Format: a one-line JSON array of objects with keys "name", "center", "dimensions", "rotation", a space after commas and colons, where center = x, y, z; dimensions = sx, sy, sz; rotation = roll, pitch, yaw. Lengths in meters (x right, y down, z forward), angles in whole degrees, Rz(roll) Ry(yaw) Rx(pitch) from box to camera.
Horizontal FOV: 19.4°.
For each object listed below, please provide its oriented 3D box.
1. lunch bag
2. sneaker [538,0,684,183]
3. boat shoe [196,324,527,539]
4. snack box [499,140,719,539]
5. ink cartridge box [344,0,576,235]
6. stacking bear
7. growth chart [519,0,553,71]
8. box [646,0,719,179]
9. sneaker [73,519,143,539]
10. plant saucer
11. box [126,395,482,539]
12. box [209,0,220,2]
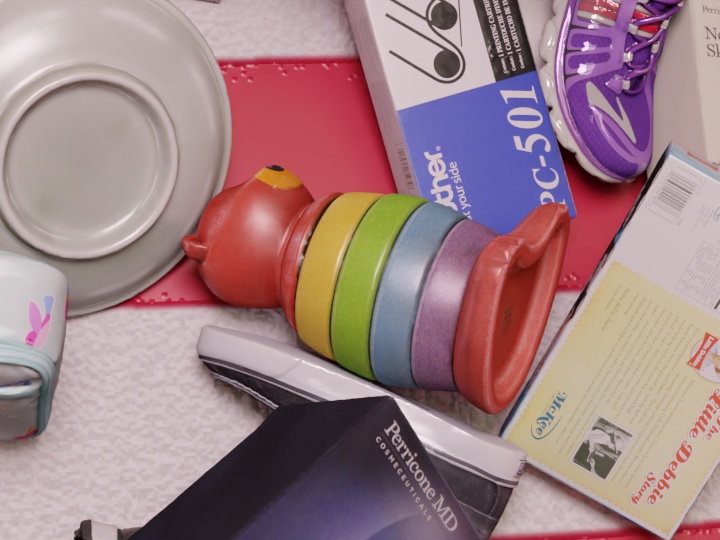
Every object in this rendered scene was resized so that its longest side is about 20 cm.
[{"name": "lunch bag", "center": [-0.256, 0.031, 1.109], "dimensions": [0.199, 0.160, 0.077], "rotation": [9, 70, -8]}, {"name": "sneaker", "center": [0.158, -0.153, 1.252], "dimensions": [0.080, 0.083, 0.201], "rotation": [-1, 92, -44]}, {"name": "boat shoe", "center": [-0.008, 0.093, 1.187], "dimensions": [0.199, 0.072, 0.068], "rotation": [24, 92, 4]}, {"name": "snack box", "center": [0.175, 0.042, 1.191], "dimensions": [0.116, 0.037, 0.201], "rotation": [29, 108, 0]}, {"name": "ink cartridge box", "center": [0.055, -0.114, 1.246], "dimensions": [0.094, 0.044, 0.201], "rotation": [-17, 95, -15]}, {"name": "stacking bear", "center": [0.000, 0.000, 1.182], "dimensions": [0.199, 0.121, 0.114], "rotation": [17, 111, 19]}, {"name": "growth chart", "center": [0.120, -0.185, 1.302], "dimensions": [0.199, 0.018, 0.145], "rotation": [-30, 101, -17]}, {"name": "box", "center": [0.223, -0.060, 1.271], "dimensions": [0.082, 0.068, 0.201], "rotation": [4, 72, -25]}, {"name": "sneaker", "center": [-0.101, 0.228, 1.124], "dimensions": [0.090, 0.067, 0.201], "rotation": [-4, 71, -9]}, {"name": "plant saucer", "center": [-0.158, -0.063, 1.159], "dimensions": [0.199, 0.050, 0.201], "rotation": [-8, 111, -22]}, {"name": "box", "center": [-0.027, 0.200, 1.069], "dimensions": [0.198, 0.123, 0.200], "rotation": [-41, 106, -31]}, {"name": "box", "center": [-0.170, -0.236, 1.247], "dimensions": [0.199, 0.095, 0.103], "rotation": [9, 72, -8]}]
